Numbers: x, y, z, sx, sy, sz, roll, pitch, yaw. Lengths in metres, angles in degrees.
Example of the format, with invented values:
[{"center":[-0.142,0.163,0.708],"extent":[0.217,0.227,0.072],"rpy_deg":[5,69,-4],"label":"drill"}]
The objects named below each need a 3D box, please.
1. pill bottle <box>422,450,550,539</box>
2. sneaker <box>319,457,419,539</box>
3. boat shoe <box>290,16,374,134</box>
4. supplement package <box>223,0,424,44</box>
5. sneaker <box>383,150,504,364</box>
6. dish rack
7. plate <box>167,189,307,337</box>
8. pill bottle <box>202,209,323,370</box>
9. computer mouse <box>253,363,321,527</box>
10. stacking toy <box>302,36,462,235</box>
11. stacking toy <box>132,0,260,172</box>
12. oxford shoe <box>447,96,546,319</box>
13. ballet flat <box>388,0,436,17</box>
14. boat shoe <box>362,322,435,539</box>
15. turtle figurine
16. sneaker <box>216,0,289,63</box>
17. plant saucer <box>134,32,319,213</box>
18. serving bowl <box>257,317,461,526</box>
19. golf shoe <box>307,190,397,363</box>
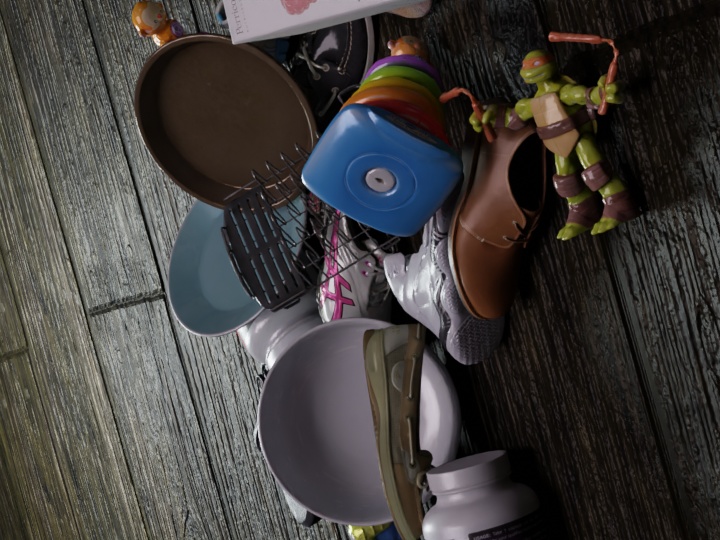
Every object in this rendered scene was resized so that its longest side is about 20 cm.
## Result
[{"center":[0.123,0.271,1.666],"extent":[0.112,0.112,0.202],"rpy_deg":[-13,92,63],"label":"pill bottle"},{"center":[0.040,0.253,1.862],"extent":[0.200,0.105,0.076],"rpy_deg":[52,-176,-28],"label":"sneaker"},{"center":[-0.039,-0.191,1.779],"extent":[0.074,0.060,0.200],"rpy_deg":[61,150,25],"label":"boat shoe"},{"center":[-0.014,-0.273,1.545],"extent":[0.199,0.119,0.122],"rpy_deg":[-10,97,37],"label":"supplement package"},{"center":[0.071,-0.022,1.646],"extent":[0.115,0.075,0.201],"rpy_deg":[30,133,51],"label":"sneaker"},{"center":[-0.042,-0.062,1.713],"extent":[0.055,0.199,0.154],"rpy_deg":[44,-163,-56],"label":"dish rack"},{"center":[-0.120,-0.023,1.864],"extent":[0.199,0.026,0.202],"rpy_deg":[-24,52,34],"label":"plate"},{"center":[-0.089,0.026,1.933],"extent":[0.201,0.113,0.114],"rpy_deg":[57,149,30],"label":"pill bottle"},{"center":[-0.067,0.203,2.067],"extent":[0.200,0.052,0.139],"rpy_deg":[-119,29,-46],"label":"computer mouse"},{"center":[0.034,-0.139,1.572],"extent":[0.110,0.115,0.201],"rpy_deg":[-53,15,41],"label":"stacking toy"},{"center":[-0.161,-0.199,1.850],"extent":[0.109,0.117,0.200],"rpy_deg":[-7,135,44],"label":"stacking toy"},{"center":[0.121,-0.040,1.551],"extent":[0.071,0.071,0.201],"rpy_deg":[34,132,46],"label":"oxford shoe"},{"center":[-0.007,-0.277,1.666],"extent":[0.200,0.067,0.069],"rpy_deg":[42,139,46],"label":"ballet flat"},{"center":[0.046,0.151,1.710],"extent":[0.073,0.063,0.202],"rpy_deg":[65,-164,-80],"label":"boat shoe"},{"center":[0.156,-0.108,1.448],"extent":[0.199,0.064,0.162],"rpy_deg":[-13,103,49],"label":"turtle figurine"},{"center":[-0.113,-0.258,1.859],"extent":[0.075,0.086,0.200],"rpy_deg":[62,152,19],"label":"sneaker"},{"center":[-0.128,-0.147,1.798],"extent":[0.199,0.030,0.201],"rpy_deg":[13,128,17],"label":"plant saucer"},{"center":[0.003,0.144,1.782],"extent":[0.066,0.199,0.202],"rpy_deg":[-6,-101,-81],"label":"serving bowl"},{"center":[0.000,0.000,1.797],"extent":[0.092,0.072,0.202],"rpy_deg":[8,111,59],"label":"golf shoe"}]
